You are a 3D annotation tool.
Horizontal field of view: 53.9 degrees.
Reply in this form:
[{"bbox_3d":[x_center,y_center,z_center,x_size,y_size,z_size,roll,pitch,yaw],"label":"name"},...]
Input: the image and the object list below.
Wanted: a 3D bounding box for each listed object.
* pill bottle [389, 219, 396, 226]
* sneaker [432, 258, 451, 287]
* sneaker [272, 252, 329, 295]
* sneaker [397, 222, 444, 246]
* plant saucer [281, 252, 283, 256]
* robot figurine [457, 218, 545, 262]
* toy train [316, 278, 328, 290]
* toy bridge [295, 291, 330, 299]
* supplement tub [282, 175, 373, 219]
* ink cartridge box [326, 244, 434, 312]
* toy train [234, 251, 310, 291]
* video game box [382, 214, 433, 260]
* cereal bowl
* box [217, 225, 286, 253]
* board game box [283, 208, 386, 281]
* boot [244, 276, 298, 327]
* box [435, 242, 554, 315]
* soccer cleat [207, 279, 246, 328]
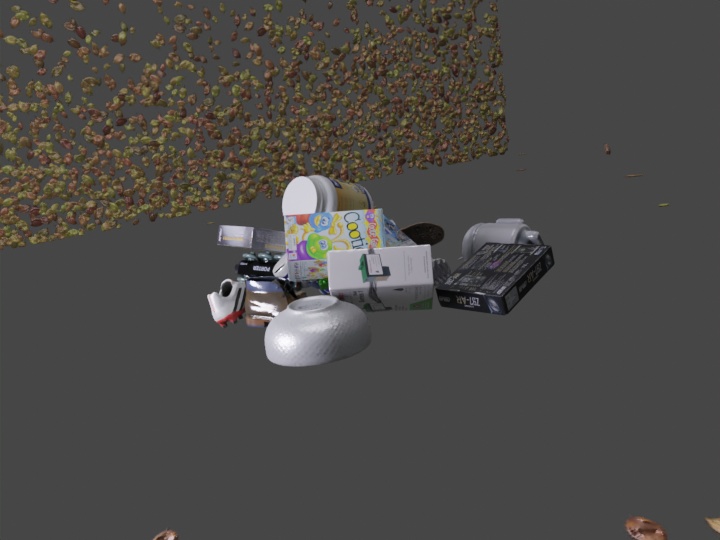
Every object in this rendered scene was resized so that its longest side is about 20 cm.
[{"bbox_3d":[-0.003,-0.078,1.890,0.197,0.114,0.112,-11,14,-16],"label":"pill bottle"},{"bbox_3d":[0.096,0.037,1.501,0.197,0.076,0.082,-15,-13,-22],"label":"sneaker"},{"bbox_3d":[-0.103,0.005,1.567,0.080,0.147,0.200,-38,11,25],"label":"sneaker"},{"bbox_3d":[0.135,-0.100,1.995,0.197,0.072,0.076,-7,12,0],"label":"sneaker"},{"bbox_3d":[-0.148,-0.074,1.904,0.036,0.201,0.200,36,24,7],"label":"plant saucer"},{"bbox_3d":[0.310,-0.048,1.585,0.198,0.113,0.171,5,52,40],"label":"robot figurine"},{"bbox_3d":[0.000,0.000,1.516,0.197,0.057,0.042,-12,56,-1],"label":"toy train"},{"bbox_3d":[-0.145,0.066,1.560,0.198,0.028,0.067,0,16,35],"label":"toy bridge"},{"bbox_3d":[-0.079,-0.152,1.727,0.143,0.147,0.198,5,-1,42],"label":"supplement tub"},{"bbox_3d":[0.039,0.020,1.365,0.196,0.086,0.146,-4,-23,3],"label":"ink cartridge box"},{"bbox_3d":[-0.206,0.007,1.685,0.198,0.087,0.113,3,-13,36],"label":"toy train"},{"bbox_3d":[0.050,-0.045,1.654,0.182,0.047,0.199,45,36,16],"label":"video game box"},{"bbox_3d":[-0.079,0.098,1.274,0.197,0.085,0.200,-7,14,2],"label":"cereal bowl"},{"bbox_3d":[-0.215,-0.069,1.681,0.198,0.049,0.157,6,1,-41],"label":"box"},{"bbox_3d":[-0.052,-0.052,1.432,0.196,0.105,0.105,-4,-21,-6],"label":"board game box"},{"bbox_3d":[-0.150,0.060,1.436,0.197,0.099,0.075,-4,14,17],"label":"boot"},{"bbox_3d":[0.269,0.011,1.413,0.159,0.044,0.199,5,33,44],"label":"box"},{"bbox_3d":[-0.258,0.050,1.526,0.068,0.086,0.200,-20,12,30],"label":"soccer cleat"}]
